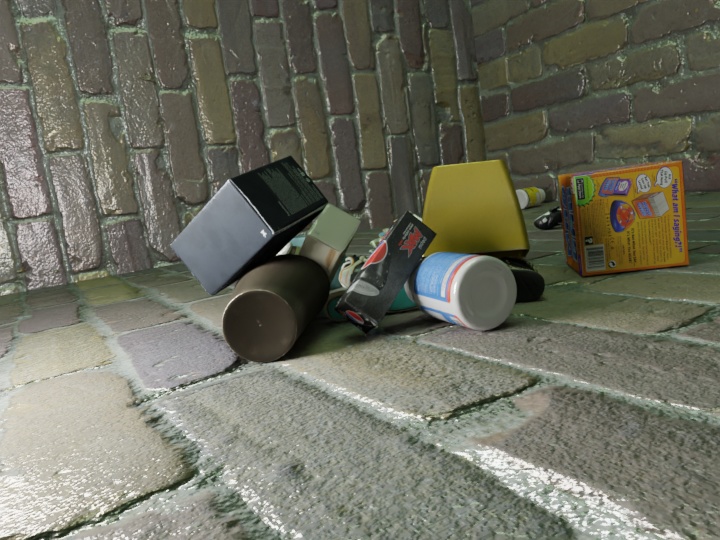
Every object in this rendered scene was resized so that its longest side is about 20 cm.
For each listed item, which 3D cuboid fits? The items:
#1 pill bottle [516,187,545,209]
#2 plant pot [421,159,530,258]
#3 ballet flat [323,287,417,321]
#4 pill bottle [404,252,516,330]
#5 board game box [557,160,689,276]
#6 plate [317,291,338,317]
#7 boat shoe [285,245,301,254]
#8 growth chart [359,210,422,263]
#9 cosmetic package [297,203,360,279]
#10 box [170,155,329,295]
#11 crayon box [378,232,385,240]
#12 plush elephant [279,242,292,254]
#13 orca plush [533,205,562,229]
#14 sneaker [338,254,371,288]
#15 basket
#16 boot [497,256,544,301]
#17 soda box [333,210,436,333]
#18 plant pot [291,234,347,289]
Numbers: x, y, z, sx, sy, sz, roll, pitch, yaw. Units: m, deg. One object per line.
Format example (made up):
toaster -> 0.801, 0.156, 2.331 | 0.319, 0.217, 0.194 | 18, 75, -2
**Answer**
pill bottle -> 0.939, -0.405, 3.327 | 0.200, 0.112, 0.111 | -13, 9, -39
plant pot -> 0.220, -0.112, 1.178 | 0.199, 0.177, 0.200 | -4, -5, 12
ballet flat -> 0.029, 0.049, 1.111 | 0.199, 0.070, 0.069 | -8, 8, -4
pill bottle -> 0.149, 0.027, 0.961 | 0.112, 0.113, 0.200 | -11, 9, -21
board game box -> 0.535, -0.112, 1.239 | 0.199, 0.201, 0.200 | -6, 8, 11
plate -> -0.014, 0.060, 1.218 | 0.199, 0.026, 0.200 | -9, 7, 1
boat shoe -> -0.177, 0.019, 1.158 | 0.072, 0.200, 0.072 | 27, -34, -1
growth chart -> 0.093, -0.056, 1.329 | 0.144, 0.018, 0.200 | 28, 56, 32
cosmetic package -> -0.077, -0.015, 1.121 | 0.071, 0.200, 0.105 | 29, 46, 1
box -> -0.195, -0.083, 1.075 | 0.200, 0.124, 0.197 | -39, 3, 32
crayon box -> 0.164, -0.042, 1.413 | 0.172, 0.058, 0.200 | 32, 31, 33
plush elephant -> -0.202, -0.004, 1.389 | 0.199, 0.155, 0.165 | -5, 8, 21
orca plush -> 0.717, -0.171, 2.109 | 0.199, 0.071, 0.105 | -7, -38, -21
sneaker -> 0.000, 0.000, 1.382 | 0.079, 0.079, 0.200 | 10, 7, 7
basket -> -0.143, 0.061, 0.966 | 0.180, 0.136, 0.200 | -20, 11, 5
boot -> 0.238, 0.007, 1.117 | 0.203, 0.074, 0.154 | 9, 11, 15
soda box -> 0.042, 0.000, 0.980 | 0.200, 0.071, 0.063 | -56, 7, -25
plant pot -> -0.124, -0.025, 1.554 | 0.199, 0.135, 0.200 | -8, 7, 1
